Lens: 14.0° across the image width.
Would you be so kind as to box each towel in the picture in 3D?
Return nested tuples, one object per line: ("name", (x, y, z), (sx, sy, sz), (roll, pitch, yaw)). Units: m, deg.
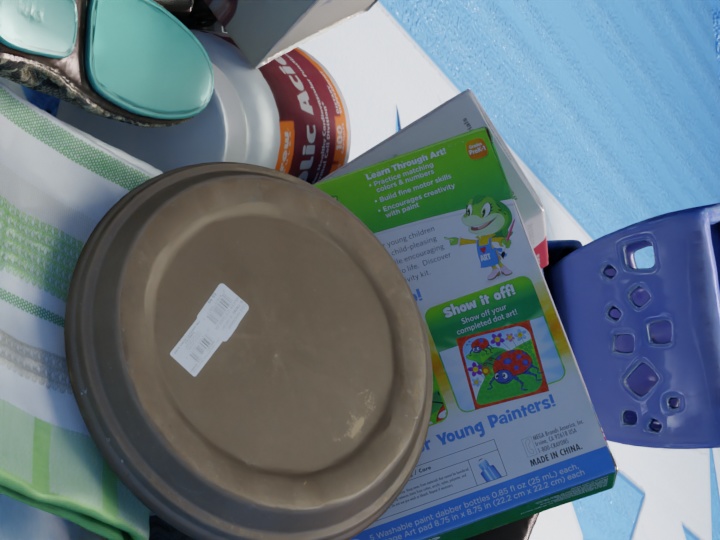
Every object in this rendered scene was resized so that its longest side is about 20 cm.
("towel", (-0.145, 0.018, 1.393), (0.149, 0.031, 0.200), (27, 51, -39))

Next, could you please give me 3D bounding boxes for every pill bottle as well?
("pill bottle", (-0.085, -0.073, 1.587), (0.200, 0.114, 0.114), (-11, 92, -74))

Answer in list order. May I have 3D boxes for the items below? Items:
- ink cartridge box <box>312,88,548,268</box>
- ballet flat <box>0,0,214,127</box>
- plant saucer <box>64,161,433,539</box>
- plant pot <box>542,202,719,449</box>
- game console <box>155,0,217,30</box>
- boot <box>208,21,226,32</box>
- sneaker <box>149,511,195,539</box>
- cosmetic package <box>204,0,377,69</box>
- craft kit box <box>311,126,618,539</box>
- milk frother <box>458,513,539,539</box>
("ink cartridge box", (0.000, 0.000, 1.617), (0.086, 0.200, 0.148), (57, -2, 12))
("ballet flat", (-0.151, -0.113, 1.409), (0.200, 0.075, 0.068), (16, 78, -59))
("plant saucer", (-0.047, 0.038, 1.414), (0.200, 0.029, 0.201), (11, 66, -27))
("plant pot", (0.235, 0.053, 2.478), (0.200, 0.179, 0.201), (-6, 89, -73))
("game console", (-0.143, -0.233, 1.642), (0.176, 0.116, 0.201), (161, -78, -76))
("boot", (-0.057, -0.242, 1.766), (0.165, 0.065, 0.200), (-74, 165, -54))
("sneaker", (-0.094, 0.201, 1.514), (0.076, 0.075, 0.200), (-84, 170, -60))
("cosmetic package", (-0.063, -0.220, 1.538), (0.103, 0.087, 0.200), (-29, 81, -42))
("craft kit box", (0.004, 0.049, 1.496), (0.049, 0.200, 0.198), (84, -13, -75))
("milk frother", (0.071, 0.224, 1.569), (0.200, 0.180, 0.188), (48, 27, -10))
